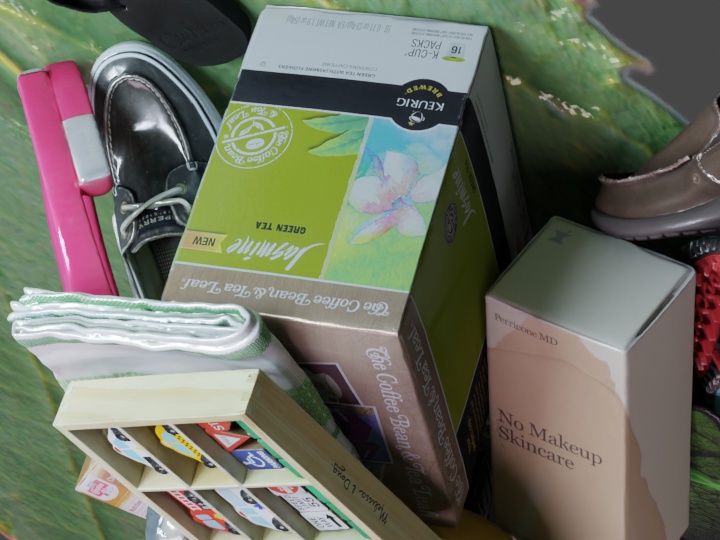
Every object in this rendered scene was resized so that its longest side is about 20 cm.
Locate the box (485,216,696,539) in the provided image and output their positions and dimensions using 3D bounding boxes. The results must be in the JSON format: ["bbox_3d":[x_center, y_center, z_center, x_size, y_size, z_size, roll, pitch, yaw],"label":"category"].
[{"bbox_3d":[0.127,0.078,1.544,0.095,0.078,0.201,21,138,28],"label":"box"}]

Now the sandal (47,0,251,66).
[{"bbox_3d":[-0.137,-0.158,1.454,0.075,0.045,0.200,-18,135,44],"label":"sandal"}]

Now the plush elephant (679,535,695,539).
[{"bbox_3d":[0.243,0.201,1.763,0.164,0.156,0.200,-14,-162,-24],"label":"plush elephant"}]

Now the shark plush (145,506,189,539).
[{"bbox_3d":[-0.090,0.062,1.625,0.083,0.201,0.091,-14,162,23],"label":"shark plush"}]

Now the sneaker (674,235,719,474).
[{"bbox_3d":[0.230,0.035,1.577,0.095,0.080,0.200,-18,147,-5],"label":"sneaker"}]

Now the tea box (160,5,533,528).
[{"bbox_3d":[0.000,0.000,1.496,0.133,0.198,0.200,6,147,16],"label":"tea box"}]

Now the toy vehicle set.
[{"bbox_3d":[-0.049,0.115,1.440,0.124,0.027,0.200,-6,144,36],"label":"toy vehicle set"}]

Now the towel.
[{"bbox_3d":[-0.080,0.080,1.444,0.148,0.031,0.200,4,147,28],"label":"towel"}]

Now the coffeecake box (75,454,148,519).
[{"bbox_3d":[-0.053,0.094,1.709,0.199,0.154,0.073,23,151,-11],"label":"coffeecake box"}]

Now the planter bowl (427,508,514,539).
[{"bbox_3d":[0.044,0.193,1.591,0.200,0.084,0.201,20,137,20],"label":"planter bowl"}]

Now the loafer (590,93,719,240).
[{"bbox_3d":[0.198,-0.057,1.453,0.073,0.071,0.199,-5,177,-40],"label":"loafer"}]

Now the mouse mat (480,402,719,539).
[{"bbox_3d":[0.142,0.105,1.656,0.199,0.008,0.161,17,150,33],"label":"mouse mat"}]

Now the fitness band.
[{"bbox_3d":[-0.155,-0.026,1.535,0.037,0.200,0.144,-11,130,-8],"label":"fitness band"}]

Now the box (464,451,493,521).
[{"bbox_3d":[0.010,0.199,1.913,0.163,0.086,0.200,7,148,14],"label":"box"}]

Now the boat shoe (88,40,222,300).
[{"bbox_3d":[-0.100,-0.028,1.536,0.072,0.071,0.201,-18,100,15],"label":"boat shoe"}]
